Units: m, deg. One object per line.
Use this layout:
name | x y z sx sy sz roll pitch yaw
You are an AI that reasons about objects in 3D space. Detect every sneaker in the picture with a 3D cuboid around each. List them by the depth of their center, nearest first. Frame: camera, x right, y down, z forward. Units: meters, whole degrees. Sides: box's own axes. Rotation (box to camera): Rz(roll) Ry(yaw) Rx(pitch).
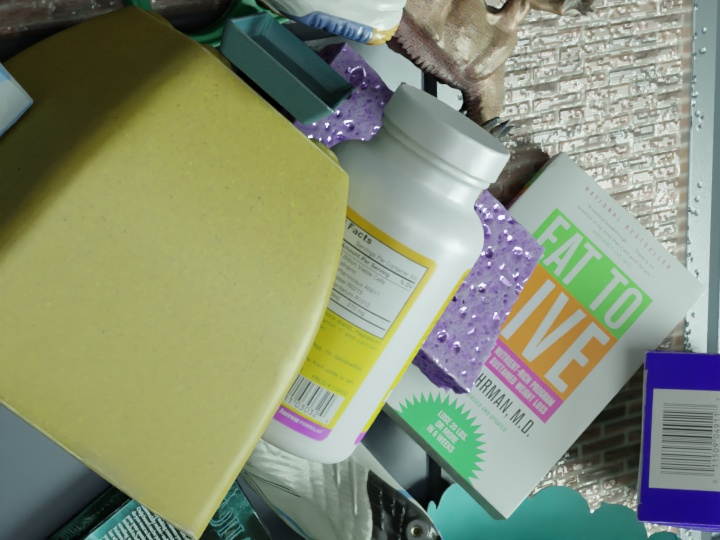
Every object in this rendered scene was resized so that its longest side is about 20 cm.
sneaker | -0.063 -0.190 1.168 0.199 0.075 0.089 14 98 -24
sneaker | -0.012 0.140 1.298 0.072 0.072 0.200 -40 95 -2

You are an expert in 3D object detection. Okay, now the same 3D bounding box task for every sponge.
sponge | 0.022 -0.029 1.290 0.200 0.030 0.112 44 65 -27

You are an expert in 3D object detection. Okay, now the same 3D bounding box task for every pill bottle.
pill bottle | 0.000 0.000 1.193 0.104 0.104 0.201 24 105 -36

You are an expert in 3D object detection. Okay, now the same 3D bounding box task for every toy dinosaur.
toy dinosaur | 0.043 -0.141 1.251 0.200 0.086 0.136 45 64 -19

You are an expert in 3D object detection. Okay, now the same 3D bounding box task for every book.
book | 0.107 0.041 1.379 0.134 0.048 0.200 43 78 -5

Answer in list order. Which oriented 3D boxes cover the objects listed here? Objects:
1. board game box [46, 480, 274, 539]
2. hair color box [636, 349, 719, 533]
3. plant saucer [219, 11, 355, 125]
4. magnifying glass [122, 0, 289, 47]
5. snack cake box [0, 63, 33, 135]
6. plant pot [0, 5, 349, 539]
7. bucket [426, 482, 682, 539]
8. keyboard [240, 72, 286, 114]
board game box | -0.104 0.210 1.325 0.135 0.028 0.201 -39 122 -18
hair color box | 0.232 0.117 1.421 0.200 0.064 0.110 24 69 -68
plant saucer | -0.039 -0.108 1.145 0.070 0.200 0.019 41 99 -3
magnifying glass | -0.050 -0.162 1.252 0.199 0.022 0.080 6 101 -33
snack cake box | -0.272 -0.046 1.081 0.200 0.115 0.067 -47 123 -11
plant pot | -0.121 -0.019 1.121 0.195 0.194 0.200 41 87 -31
bucket | 0.121 0.240 1.382 0.206 0.207 0.136 0 115 -33
keyboard | -0.019 -0.037 1.306 0.200 0.039 0.105 38 64 -30
